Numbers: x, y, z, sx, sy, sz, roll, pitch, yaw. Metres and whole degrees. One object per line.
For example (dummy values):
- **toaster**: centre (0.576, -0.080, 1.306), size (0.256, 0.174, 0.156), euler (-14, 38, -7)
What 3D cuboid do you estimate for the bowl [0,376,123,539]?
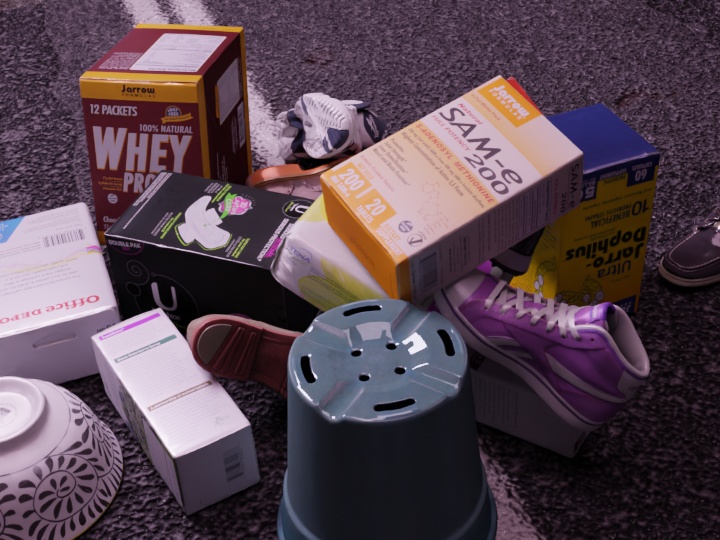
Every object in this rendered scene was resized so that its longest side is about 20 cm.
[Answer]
- **bowl**: centre (-0.325, 0.161, 1.152), size (0.199, 0.095, 0.202), euler (-3, 37, 2)

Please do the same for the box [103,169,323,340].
- **box**: centre (-0.137, 0.003, 1.289), size (0.198, 0.150, 0.125), euler (12, 41, 20)

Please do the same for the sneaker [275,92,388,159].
- **sneaker**: centre (-0.014, -0.175, 1.524), size (0.128, 0.080, 0.199), euler (-10, -2, -22)

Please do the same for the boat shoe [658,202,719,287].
- **boat shoe**: centre (0.408, -0.046, 1.376), size (0.199, 0.065, 0.072), euler (-23, 44, -22)

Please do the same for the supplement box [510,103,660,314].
- **supplement box**: centre (0.222, -0.050, 1.285), size (0.108, 0.201, 0.110), euler (-16, 40, -18)

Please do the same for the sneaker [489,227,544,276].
- **sneaker**: centre (0.142, -0.083, 1.224), size (0.066, 0.091, 0.201), euler (20, 28, -23)

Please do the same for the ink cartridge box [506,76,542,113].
- **ink cartridge box**: centre (0.172, -0.130, 1.447), size (0.200, 0.050, 0.163), euler (-37, 86, -30)

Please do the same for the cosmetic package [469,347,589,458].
- **cosmetic package**: centre (0.137, 0.094, 1.217), size (0.199, 0.075, 0.102), euler (17, 43, 26)

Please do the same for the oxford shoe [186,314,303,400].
- **oxford shoe**: centre (-0.074, 0.084, 1.207), size (0.199, 0.071, 0.075), euler (25, 2, -22)

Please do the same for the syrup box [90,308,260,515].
- **syrup box**: centre (-0.178, 0.129, 1.191), size (0.081, 0.079, 0.200), euler (-22, 42, -22)

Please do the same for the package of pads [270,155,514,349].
- **package of pads**: centre (0.031, 0.000, 1.182), size (0.199, 0.068, 0.155), euler (33, 44, 6)

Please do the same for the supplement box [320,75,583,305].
- **supplement box**: centre (0.081, -0.072, 1.107), size (0.199, 0.074, 0.126), euler (-31, 56, -16)

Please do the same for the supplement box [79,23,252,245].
- **supplement box**: centre (-0.215, -0.156, 1.433), size (0.131, 0.199, 0.200), euler (4, 27, 9)

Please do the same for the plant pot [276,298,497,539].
- **plant pot**: centre (0.018, 0.145, 1.062), size (0.198, 0.197, 0.201), euler (-3, 39, 2)

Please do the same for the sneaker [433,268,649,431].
- **sneaker**: centre (0.163, 0.040, 1.091), size (0.200, 0.114, 0.073), euler (37, 46, 1)

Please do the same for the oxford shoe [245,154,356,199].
- **oxford shoe**: centre (-0.033, -0.086, 1.477), size (0.198, 0.071, 0.074), euler (-9, 65, -10)

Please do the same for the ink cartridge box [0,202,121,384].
- **ink cartridge box**: centre (-0.336, 0.029, 1.326), size (0.143, 0.085, 0.200), euler (-14, 38, -13)
